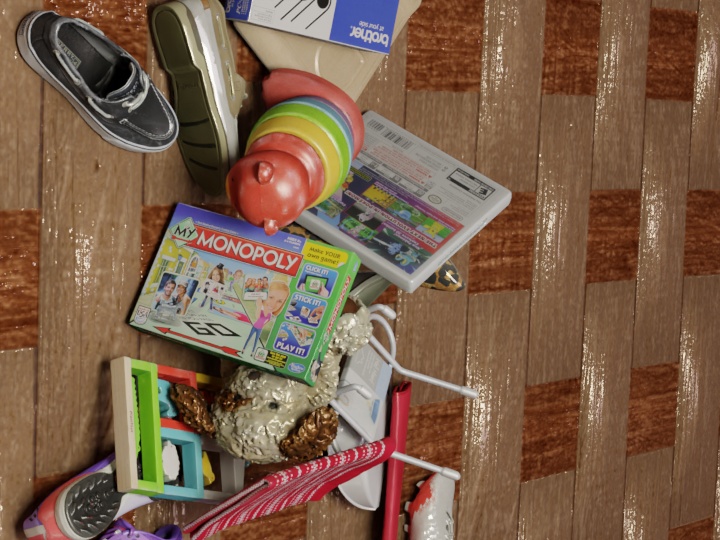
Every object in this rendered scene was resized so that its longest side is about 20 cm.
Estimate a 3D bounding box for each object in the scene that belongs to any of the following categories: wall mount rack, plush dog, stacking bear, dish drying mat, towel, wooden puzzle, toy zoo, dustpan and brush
[{"bbox_3d":[0.043,0.138,1.739,0.174,0.074,0.201,46,42,-29],"label":"wall mount rack"},{"bbox_3d":[-0.090,0.119,1.593,0.161,0.199,0.172,77,28,-42],"label":"plush dog"},{"bbox_3d":[-0.072,-0.106,1.570,0.200,0.113,0.122,-61,156,-60],"label":"stacking bear"},{"bbox_3d":[0.039,0.233,1.850,0.077,0.018,0.201,-44,140,-81],"label":"dish drying mat"},{"bbox_3d":[-0.067,0.219,1.600,0.200,0.144,0.023,-10,70,-50],"label":"towel"},{"bbox_3d":[-0.038,-0.279,1.701,0.200,0.046,0.185,-55,131,-19],"label":"wooden puzzle"},{"bbox_3d":[-0.173,0.166,1.597,0.200,0.020,0.132,19,60,-53],"label":"toy zoo"},{"bbox_3d":[-0.017,0.177,1.762,0.200,0.057,0.140,60,35,-66],"label":"dustpan and brush"}]

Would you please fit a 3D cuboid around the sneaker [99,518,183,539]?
[{"bbox_3d":[-0.250,0.288,1.557,0.200,0.080,0.084,0,80,-54],"label":"sneaker"}]

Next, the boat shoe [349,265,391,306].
[{"bbox_3d":[0.008,-0.004,1.780,0.201,0.061,0.072,-38,165,-28],"label":"boat shoe"}]

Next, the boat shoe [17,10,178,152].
[{"bbox_3d":[-0.231,-0.175,1.492,0.200,0.068,0.072,44,65,-41],"label":"boat shoe"}]

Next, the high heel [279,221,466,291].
[{"bbox_3d":[0.000,0.000,1.685,0.143,0.199,0.072,-43,153,-37],"label":"high heel"}]

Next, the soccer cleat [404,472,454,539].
[{"bbox_3d":[0.086,0.338,1.892,0.069,0.085,0.201,32,74,-48],"label":"soccer cleat"}]

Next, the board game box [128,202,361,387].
[{"bbox_3d":[-0.114,0.022,1.555,0.135,0.199,0.029,-70,158,-13],"label":"board game box"}]

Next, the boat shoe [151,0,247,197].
[{"bbox_3d":[-0.146,-0.175,1.578,0.068,0.075,0.201,-29,118,-39],"label":"boat shoe"}]

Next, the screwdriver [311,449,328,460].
[{"bbox_3d":[-0.063,0.136,1.745,0.029,0.028,0.201,-66,146,-58],"label":"screwdriver"}]

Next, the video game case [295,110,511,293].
[{"bbox_3d":[0.030,-0.078,1.699,0.182,0.200,0.023,-40,152,-35],"label":"video game case"}]

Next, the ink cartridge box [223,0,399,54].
[{"bbox_3d":[-0.045,-0.285,1.629,0.199,0.044,0.095,6,97,-45],"label":"ink cartridge box"}]

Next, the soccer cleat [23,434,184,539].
[{"bbox_3d":[-0.247,0.212,1.549,0.200,0.073,0.069,-29,99,-59],"label":"soccer cleat"}]
